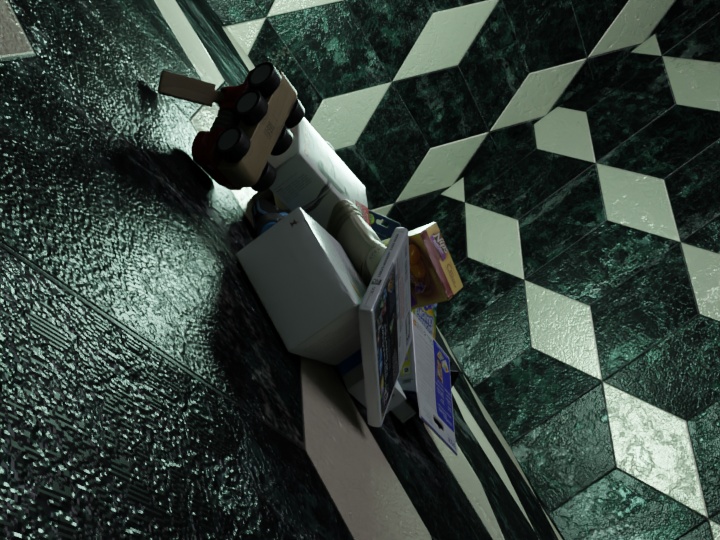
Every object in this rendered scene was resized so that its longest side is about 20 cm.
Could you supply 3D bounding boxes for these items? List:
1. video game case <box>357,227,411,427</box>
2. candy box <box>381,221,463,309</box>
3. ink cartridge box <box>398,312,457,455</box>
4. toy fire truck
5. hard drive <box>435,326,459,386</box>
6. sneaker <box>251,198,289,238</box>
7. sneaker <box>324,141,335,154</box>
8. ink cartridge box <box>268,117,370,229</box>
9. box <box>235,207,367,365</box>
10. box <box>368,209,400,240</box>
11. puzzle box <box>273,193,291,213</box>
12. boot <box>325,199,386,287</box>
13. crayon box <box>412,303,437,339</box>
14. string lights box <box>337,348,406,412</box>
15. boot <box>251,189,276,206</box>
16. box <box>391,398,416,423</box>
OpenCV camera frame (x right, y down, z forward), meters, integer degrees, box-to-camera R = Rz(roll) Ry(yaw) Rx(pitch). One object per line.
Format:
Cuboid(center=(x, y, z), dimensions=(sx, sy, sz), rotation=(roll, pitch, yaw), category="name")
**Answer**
Cuboid(center=(0.037, 0.076, 0.940), dimensions=(0.183, 0.023, 0.203), rotation=(-64, 155, -50), category="video game case")
Cuboid(center=(0.062, 0.006, 1.152), dimensions=(0.056, 0.198, 0.119), rotation=(-32, 100, -44), category="candy box")
Cuboid(center=(0.120, 0.211, 1.258), dimensions=(0.198, 0.046, 0.204), rotation=(51, 33, -48), category="ink cartridge box")
Cuboid(center=(-0.212, -0.225, 1.034), dimensions=(0.197, 0.179, 0.129), rotation=(8, -24, 34), category="toy fire truck")
Cuboid(center=(0.138, 0.193, 1.481), dimensions=(0.032, 0.141, 0.202), rotation=(6, 36, -24), category="hard drive")
Cuboid(center=(-0.100, -0.051, 1.127), dimensions=(0.200, 0.073, 0.082), rotation=(41, 13, -46), category="sneaker")
Cuboid(center=(-0.105, -0.163, 1.371), dimensions=(0.074, 0.204, 0.099), rotation=(-6, 31, -39), category="sneaker")
Cuboid(center=(-0.074, -0.147, 1.172), dimensions=(0.200, 0.082, 0.148), rotation=(45, 23, -33), category="ink cartridge box")
Cuboid(center=(-0.058, 0.030, 0.942), dimensions=(0.154, 0.105, 0.200), rotation=(58, 6, 19), category="box")
Cuboid(center=(0.037, -0.013, 1.428), dimensions=(0.032, 0.205, 0.120), rotation=(0, 18, -37), category="box")
Cuboid(center=(-0.088, -0.103, 1.238), dimensions=(0.199, 0.025, 0.135), rotation=(37, 28, -47), category="puzzle box")
Cuboid(center=(0.008, -0.004, 1.100), dimensions=(0.155, 0.071, 0.202), rotation=(52, -19, 28), category="boot")
Cuboid(center=(0.104, 0.138, 1.376), dimensions=(0.126, 0.051, 0.204), rotation=(39, 51, -53), category="crayon box")
Cuboid(center=(-0.005, 0.122, 1.094), dimensions=(0.103, 0.058, 0.201), rotation=(50, 9, -43), category="string lights box")
Cuboid(center=(-0.120, -0.083, 1.271), dimensions=(0.176, 0.069, 0.200), rotation=(55, 17, -7), category="boot")
Cuboid(center=(0.023, 0.157, 1.232), dimensions=(0.145, 0.036, 0.202), rotation=(51, 10, -41), category="box")
